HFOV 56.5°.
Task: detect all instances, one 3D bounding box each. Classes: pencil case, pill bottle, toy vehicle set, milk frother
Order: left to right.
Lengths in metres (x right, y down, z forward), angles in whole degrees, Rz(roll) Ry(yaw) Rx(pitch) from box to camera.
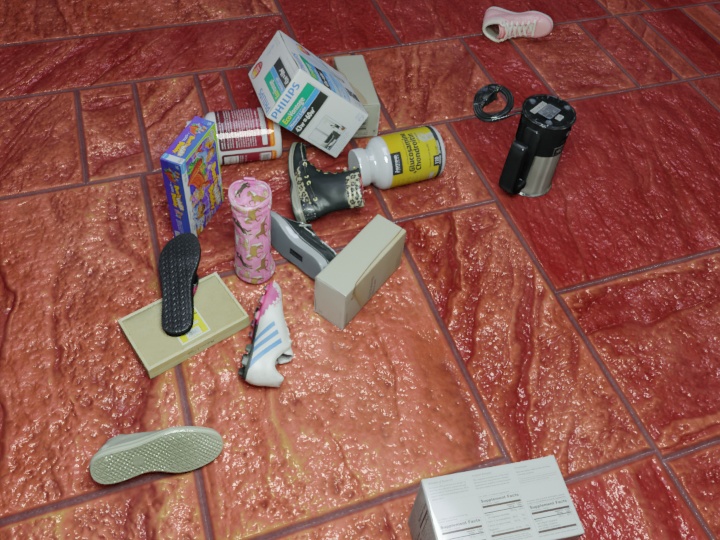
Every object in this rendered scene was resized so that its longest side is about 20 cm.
[{"bbox_3d":[-0.313,0.093,1.193,0.197,0.027,0.124,-28,58,-25],"label":"toy vehicle set"},{"bbox_3d":[-0.275,-0.292,1.461,0.195,0.114,0.115,-8,51,-13],"label":"pill bottle"},{"bbox_3d":[-0.197,-0.071,1.226,0.082,0.203,0.086,-33,58,-31],"label":"pencil case"},{"bbox_3d":[0.077,-0.240,1.452,0.196,0.113,0.113,-16,53,-17],"label":"pill bottle"},{"bbox_3d":[0.339,-0.288,1.467,0.177,0.190,0.201,-21,54,-23],"label":"milk frother"}]

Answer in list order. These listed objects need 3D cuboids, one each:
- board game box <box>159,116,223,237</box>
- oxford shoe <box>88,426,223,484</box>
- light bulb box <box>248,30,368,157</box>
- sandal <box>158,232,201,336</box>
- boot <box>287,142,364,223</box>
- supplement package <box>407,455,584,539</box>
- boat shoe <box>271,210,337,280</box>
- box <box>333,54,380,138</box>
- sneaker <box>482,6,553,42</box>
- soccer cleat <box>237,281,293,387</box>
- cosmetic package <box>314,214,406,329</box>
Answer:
[{"bbox_3d":[-0.323,-0.173,1.300,0.044,0.202,0.136,17,50,9],"label":"board game box"},{"bbox_3d":[-0.310,0.273,1.022,0.195,0.077,0.058,-9,15,-15],"label":"oxford shoe"},{"bbox_3d":[-0.116,-0.383,1.459,0.198,0.125,0.200,24,27,-39],"label":"light bulb box"},{"bbox_3d":[-0.325,0.027,1.208,0.073,0.045,0.204,-3,64,0],"label":"sandal"},{"bbox_3d":[-0.072,-0.195,1.403,0.150,0.074,0.207,-11,57,7],"label":"boot"},{"bbox_3d":[0.179,0.357,0.933,0.195,0.158,0.113,-6,51,-10],"label":"supplement package"},{"bbox_3d":[-0.114,-0.059,1.308,0.067,0.075,0.198,-29,51,-36],"label":"boat shoe"},{"bbox_3d":[-0.012,-0.419,1.607,0.076,0.096,0.203,-6,49,-10],"label":"box"},{"bbox_3d":[0.434,-0.676,1.876,0.196,0.076,0.106,15,50,13],"label":"sneaker"},{"bbox_3d":[-0.153,0.115,1.173,0.085,0.070,0.203,18,51,-11],"label":"soccer cleat"},{"bbox_3d":[0.000,0.000,1.251,0.072,0.105,0.200,29,54,18],"label":"cosmetic package"}]
